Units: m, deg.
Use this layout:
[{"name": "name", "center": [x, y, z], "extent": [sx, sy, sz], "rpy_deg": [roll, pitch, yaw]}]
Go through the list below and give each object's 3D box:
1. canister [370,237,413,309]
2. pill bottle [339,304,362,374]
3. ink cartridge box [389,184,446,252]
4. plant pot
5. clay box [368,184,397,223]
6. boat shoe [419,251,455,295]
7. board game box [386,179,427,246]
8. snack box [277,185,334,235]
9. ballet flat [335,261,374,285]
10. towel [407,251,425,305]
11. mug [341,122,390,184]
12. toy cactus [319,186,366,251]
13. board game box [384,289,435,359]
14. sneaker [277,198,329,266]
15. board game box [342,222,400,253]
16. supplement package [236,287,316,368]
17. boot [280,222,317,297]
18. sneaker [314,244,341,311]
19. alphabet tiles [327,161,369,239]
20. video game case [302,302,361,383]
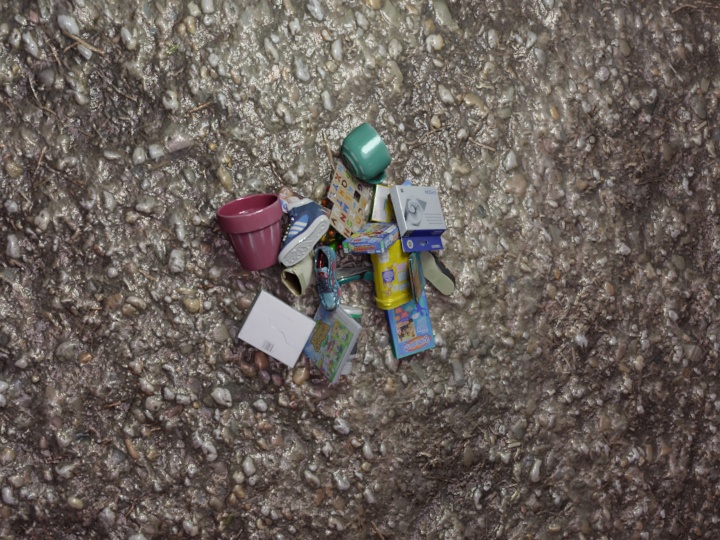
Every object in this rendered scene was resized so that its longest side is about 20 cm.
[{"name": "canister", "center": [0.104, 0.000, 1.711], "extent": [0.145, 0.085, 0.208], "rpy_deg": [-20, 110, -32]}, {"name": "pill bottle", "center": [-0.061, 0.220, 1.724], "extent": [0.109, 0.113, 0.209], "rpy_deg": [8, 93, -15]}, {"name": "ink cartridge box", "center": [0.190, -0.166, 1.699], "extent": [0.195, 0.040, 0.208], "rpy_deg": [-6, 79, -41]}, {"name": "plant pot", "center": [-0.315, -0.111, 1.600], "extent": [0.193, 0.200, 0.185], "rpy_deg": [-16, 113, -13]}, {"name": "clay box", "center": [0.130, -0.205, 1.777], "extent": [0.193, 0.047, 0.120], "rpy_deg": [11, 88, -17]}, {"name": "boat shoe", "center": [0.246, -0.008, 1.820], "extent": [0.202, 0.063, 0.074], "rpy_deg": [47, 117, -1]}, {"name": "board game box", "center": [0.172, -0.182, 1.739], "extent": [0.102, 0.019, 0.204], "rpy_deg": [-37, 100, -31]}, {"name": "snack box", "center": [-0.176, -0.187, 1.661], "extent": [0.195, 0.024, 0.074], "rpy_deg": [28, 85, 14]}, {"name": "ballet flat", "center": [0.000, 0.000, 1.752], "extent": [0.192, 0.068, 0.066], "rpy_deg": [-8, 66, -17]}, {"name": "towel", "center": [0.180, 0.009, 1.709], "extent": [0.021, 0.200, 0.153], "rpy_deg": [-7, 103, 14]}, {"name": "mug", "center": [0.017, -0.350, 1.683], "extent": [0.113, 0.152, 0.188], "rpy_deg": [-35, 102, -8]}, {"name": "toy cactus", "center": [-0.055, -0.158, 1.717], "extent": [0.159, 0.101, 0.209], "rpy_deg": [4, 85, -25]}, {"name": "board game box", "center": [0.164, 0.177, 1.816], "extent": [0.147, 0.045, 0.208], "rpy_deg": [-14, 97, -14]}, {"name": "sneaker", "center": [-0.196, -0.124, 1.597], "extent": [0.200, 0.081, 0.146], "rpy_deg": [-44, 58, -3]}, {"name": "board game box", "center": [0.045, -0.103, 1.655], "extent": [0.131, 0.199, 0.036], "rpy_deg": [2, 112, 28]}, {"name": "supplement package", "center": [-0.263, 0.176, 1.666], "extent": [0.196, 0.111, 0.159], "rpy_deg": [31, 85, -14]}, {"name": "boot", "center": [-0.200, -0.035, 1.645], "extent": [0.070, 0.155, 0.205], "rpy_deg": [-18, 105, 27]}, {"name": "sneaker", "center": [-0.114, 0.023, 1.638], "extent": [0.076, 0.095, 0.208], "rpy_deg": [-13, 75, 16]}, {"name": "alphabet tiles", "center": [-0.043, -0.208, 1.674], "extent": [0.166, 0.007, 0.206], "rpy_deg": [39, 56, -40]}, {"name": "video game case", "center": [-0.095, 0.211, 1.666], "extent": [0.022, 0.181, 0.205], "rpy_deg": [6, 115, -48]}]
